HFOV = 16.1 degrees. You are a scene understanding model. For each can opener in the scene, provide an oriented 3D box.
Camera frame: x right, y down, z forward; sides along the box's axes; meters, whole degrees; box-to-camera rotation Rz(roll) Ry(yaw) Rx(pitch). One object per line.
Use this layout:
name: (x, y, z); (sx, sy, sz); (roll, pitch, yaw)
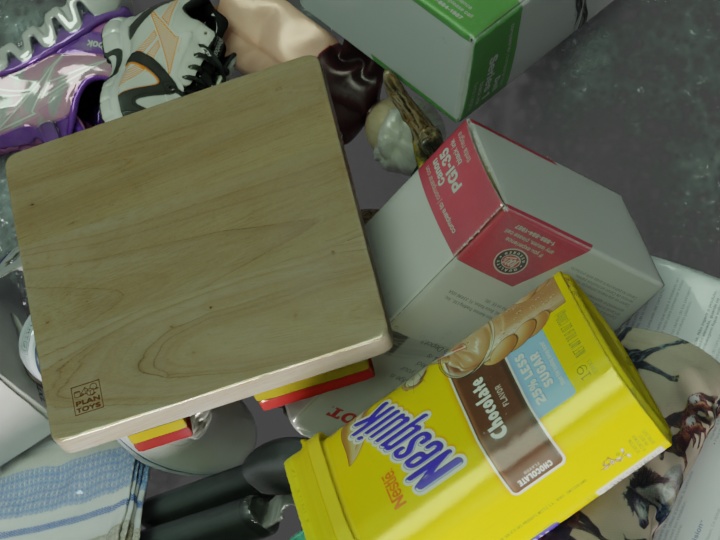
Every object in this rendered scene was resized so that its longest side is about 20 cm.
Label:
can opener: (-0.075, 0.139, 1.609); (0.200, 0.066, 0.053); (-25, 38, 40)

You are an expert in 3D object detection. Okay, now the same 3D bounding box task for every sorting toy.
sorting toy: (-0.091, -0.001, 1.489); (0.199, 0.070, 0.200); (-18, 59, 6)

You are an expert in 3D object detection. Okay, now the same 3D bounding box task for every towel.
towel: (-0.205, 0.161, 1.656); (0.146, 0.024, 0.201); (-14, 48, 21)

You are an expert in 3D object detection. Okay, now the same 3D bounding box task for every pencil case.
pencil case: (0.153, 0.126, 1.487); (0.078, 0.089, 0.200); (-4, 48, 48)

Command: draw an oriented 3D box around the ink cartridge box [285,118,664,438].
ink cartridge box: (0.059, 0.023, 1.537); (0.200, 0.146, 0.083); (-45, 43, 25)

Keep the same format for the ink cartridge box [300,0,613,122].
ink cartridge box: (0.081, -0.209, 1.623); (0.146, 0.085, 0.200); (39, 58, 23)

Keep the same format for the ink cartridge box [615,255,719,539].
ink cartridge box: (0.187, 0.098, 1.579); (0.199, 0.041, 0.200); (22, 85, 22)

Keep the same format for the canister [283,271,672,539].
canister: (0.066, 0.104, 1.443); (0.200, 0.087, 0.149); (-36, 28, 7)

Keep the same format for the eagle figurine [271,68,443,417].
eagle figurine: (-0.003, 0.000, 1.621); (0.152, 0.151, 0.200); (42, 79, -4)

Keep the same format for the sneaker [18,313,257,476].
sneaker: (-0.128, 0.085, 1.600); (0.071, 0.200, 0.073); (18, 81, 46)

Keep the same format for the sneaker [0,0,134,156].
sneaker: (-0.226, -0.109, 1.751); (0.200, 0.080, 0.089); (-34, 76, 7)

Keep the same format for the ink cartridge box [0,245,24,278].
ink cartridge box: (-0.156, -0.037, 1.693); (0.199, 0.095, 0.037); (-28, 102, 13)

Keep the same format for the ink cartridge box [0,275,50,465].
ink cartridge box: (-0.317, 0.087, 1.706); (0.200, 0.084, 0.146); (-34, 50, 8)

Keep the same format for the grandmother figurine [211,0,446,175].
grandmother figurine: (-0.024, -0.133, 1.699); (0.200, 0.060, 0.122); (38, 128, 19)

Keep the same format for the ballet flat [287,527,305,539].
ballet flat: (0.031, 0.163, 1.551); (0.199, 0.074, 0.074); (-29, 69, 0)

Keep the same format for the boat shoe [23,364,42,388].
boat shoe: (-0.126, 0.026, 1.671); (0.199, 0.073, 0.075); (-33, 33, -2)

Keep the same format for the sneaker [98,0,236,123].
sneaker: (-0.120, -0.118, 1.632); (0.080, 0.074, 0.200); (-26, 37, 12)
